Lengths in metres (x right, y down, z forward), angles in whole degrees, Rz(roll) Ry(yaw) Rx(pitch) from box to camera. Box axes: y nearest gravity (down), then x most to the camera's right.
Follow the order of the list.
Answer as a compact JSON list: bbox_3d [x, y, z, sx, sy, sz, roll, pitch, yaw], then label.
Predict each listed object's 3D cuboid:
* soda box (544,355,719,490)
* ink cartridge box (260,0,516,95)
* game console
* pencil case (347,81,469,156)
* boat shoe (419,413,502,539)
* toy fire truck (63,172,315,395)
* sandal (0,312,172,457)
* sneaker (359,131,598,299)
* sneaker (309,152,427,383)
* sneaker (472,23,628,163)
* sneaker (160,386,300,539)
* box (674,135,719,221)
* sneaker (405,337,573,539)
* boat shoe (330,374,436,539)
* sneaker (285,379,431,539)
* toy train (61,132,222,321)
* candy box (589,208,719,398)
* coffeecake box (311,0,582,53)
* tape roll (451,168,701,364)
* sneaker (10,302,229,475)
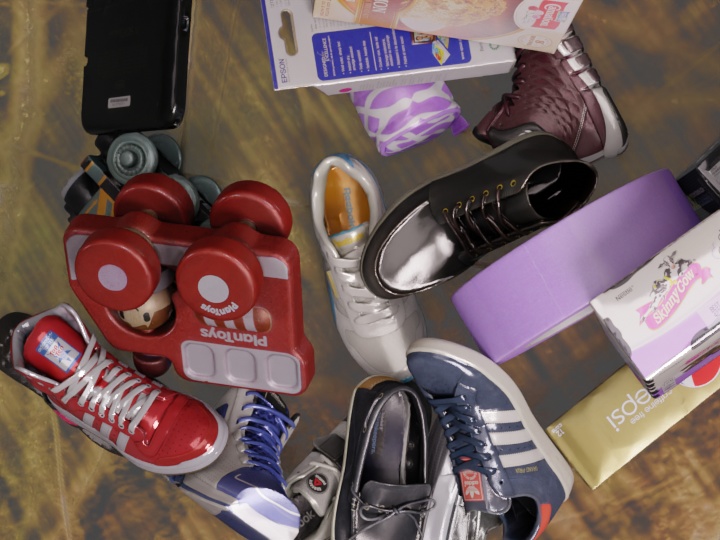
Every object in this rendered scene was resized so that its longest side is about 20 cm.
[{"bbox_3d":[0.246,0.092,1.351,0.200,0.068,0.064,-40,81,4],"label":"soda box"},{"bbox_3d":[0.020,-0.197,1.342,0.199,0.037,0.095,-7,78,-9],"label":"ink cartridge box"},{"bbox_3d":[-0.141,-0.197,1.360,0.116,0.200,0.177,3,90,-29],"label":"game console"},{"bbox_3d":[0.013,-0.197,1.404,0.084,0.085,0.201,-30,80,46],"label":"pencil case"},{"bbox_3d":[0.084,0.198,1.378,0.071,0.072,0.201,11,93,-10],"label":"boat shoe"},{"bbox_3d":[-0.138,0.022,1.332,0.199,0.112,0.169,5,123,12],"label":"toy fire truck"},{"bbox_3d":[-0.242,0.102,1.438,0.199,0.045,0.075,28,89,9],"label":"sandal"},{"bbox_3d":[0.089,-0.041,1.306,0.200,0.106,0.075,-36,104,-1],"label":"sneaker"},{"bbox_3d":[0.000,0.000,1.386,0.076,0.081,0.201,-19,81,7],"label":"sneaker"},{"bbox_3d":[0.132,-0.164,1.384,0.115,0.076,0.201,-29,83,9],"label":"sneaker"},{"bbox_3d":[-0.096,0.146,1.355,0.080,0.199,0.115,39,80,-23],"label":"sneaker"},{"bbox_3d":[0.334,-0.120,1.297,0.200,0.158,0.051,-42,87,-2],"label":"box"},{"bbox_3d":[0.093,0.139,1.295,0.200,0.075,0.085,49,56,-25],"label":"sneaker"},{"bbox_3d":[0.020,0.183,1.329,0.074,0.062,0.201,7,82,-25],"label":"boat shoe"},{"bbox_3d":[-0.016,0.173,1.379,0.074,0.089,0.200,40,92,10],"label":"sneaker"},{"bbox_3d":[-0.169,-0.034,1.421,0.200,0.085,0.114,45,103,9],"label":"toy train"},{"bbox_3d":[0.260,0.014,1.220,0.167,0.200,0.072,-36,76,5],"label":"candy box"},{"bbox_3d":[0.070,-0.239,1.260,0.199,0.154,0.073,8,75,-3],"label":"coffeecake box"},{"bbox_3d":[0.172,-0.001,1.302,0.199,0.200,0.066,-30,83,6],"label":"tape roll"},{"bbox_3d":[-0.200,0.092,1.320,0.199,0.113,0.071,17,63,36],"label":"sneaker"}]
